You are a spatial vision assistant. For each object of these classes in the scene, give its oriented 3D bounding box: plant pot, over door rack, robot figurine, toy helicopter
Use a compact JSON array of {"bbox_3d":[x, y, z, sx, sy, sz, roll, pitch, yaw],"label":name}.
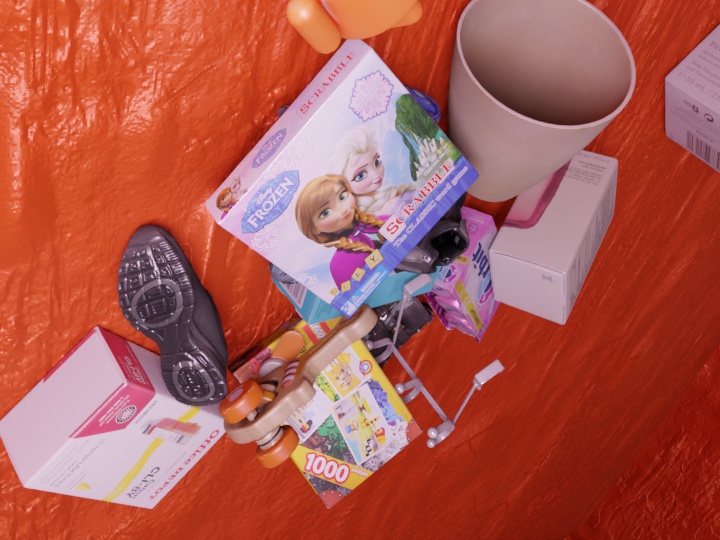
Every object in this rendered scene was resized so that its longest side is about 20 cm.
[{"bbox_3d":[0.169,-0.170,0.865,0.186,0.188,0.201,-29,161,-23],"label":"plant pot"},{"bbox_3d":[0.074,0.119,0.961,0.066,0.148,0.201,-27,157,-29],"label":"over door rack"},{"bbox_3d":[-0.020,-0.249,0.586,0.144,0.117,0.199,-50,148,11],"label":"robot figurine"},{"bbox_3d":[-0.064,0.106,0.840,0.199,0.132,0.079,-40,105,-10],"label":"toy helicopter"}]

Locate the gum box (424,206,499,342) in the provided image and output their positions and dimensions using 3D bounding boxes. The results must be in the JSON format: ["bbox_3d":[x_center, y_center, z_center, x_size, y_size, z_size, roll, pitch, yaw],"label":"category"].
[{"bbox_3d":[0.147,0.009,1.095,0.115,0.065,0.200,-60,151,-14],"label":"gum box"}]

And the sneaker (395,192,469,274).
[{"bbox_3d":[0.096,-0.049,0.934,0.200,0.089,0.067,-42,143,-46],"label":"sneaker"}]

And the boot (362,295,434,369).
[{"bbox_3d":[0.038,0.113,1.122,0.174,0.069,0.201,-40,146,-6],"label":"boot"}]

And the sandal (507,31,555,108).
[{"bbox_3d":[0.216,-0.252,0.917,0.082,0.050,0.204,-27,144,-26],"label":"sandal"}]

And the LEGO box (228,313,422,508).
[{"bbox_3d":[-0.044,0.155,0.957,0.148,0.201,0.077,-36,-170,-11],"label":"LEGO box"}]

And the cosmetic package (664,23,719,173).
[{"bbox_3d":[0.600,-0.275,1.216,0.200,0.167,0.166,-44,148,-1],"label":"cosmetic package"}]

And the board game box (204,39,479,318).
[{"bbox_3d":[-0.009,-0.077,0.743,0.200,0.041,0.199,-48,133,5],"label":"board game box"}]

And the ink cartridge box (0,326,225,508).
[{"bbox_3d":[-0.250,0.164,0.838,0.145,0.083,0.200,-45,149,2],"label":"ink cartridge box"}]

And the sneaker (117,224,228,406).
[{"bbox_3d":[-0.181,0.038,0.785,0.075,0.091,0.202,-7,123,6],"label":"sneaker"}]

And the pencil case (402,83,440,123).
[{"bbox_3d":[0.009,-0.101,0.827,0.202,0.077,0.087,-62,173,26],"label":"pencil case"}]

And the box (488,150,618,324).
[{"bbox_3d":[0.266,-0.053,1.081,0.201,0.108,0.129,-58,152,-25],"label":"box"}]

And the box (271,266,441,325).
[{"bbox_3d":[0.000,0.000,0.933,0.198,0.082,0.050,-14,139,-40],"label":"box"}]

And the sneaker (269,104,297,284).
[{"bbox_3d":[-0.072,-0.079,0.784,0.094,0.079,0.202,-1,121,-34],"label":"sneaker"}]
